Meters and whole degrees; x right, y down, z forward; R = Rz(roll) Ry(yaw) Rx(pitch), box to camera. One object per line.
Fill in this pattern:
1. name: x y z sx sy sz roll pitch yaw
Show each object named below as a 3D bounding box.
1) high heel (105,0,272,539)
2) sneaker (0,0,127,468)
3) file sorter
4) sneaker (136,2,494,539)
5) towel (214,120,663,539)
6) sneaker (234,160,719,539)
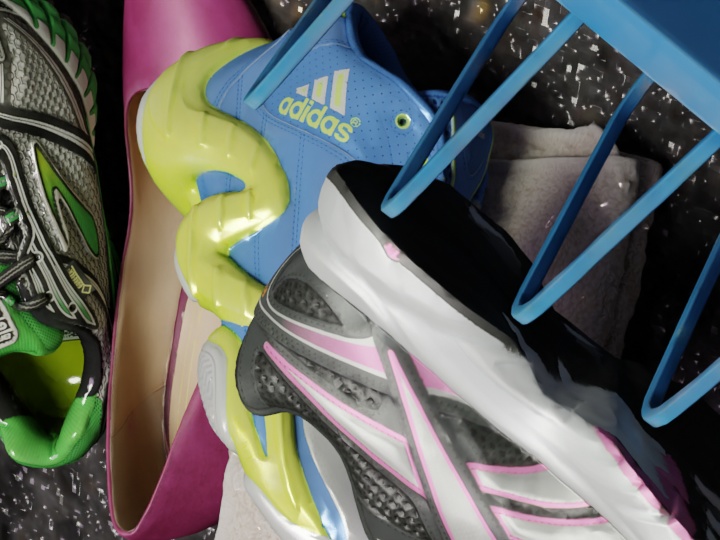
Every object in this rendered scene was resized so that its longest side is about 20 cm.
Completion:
1. high heel: -0.064 -0.011 0.966 0.067 0.096 0.201 -6 103 39
2. sneaker: -0.120 -0.018 0.967 0.078 0.085 0.201 -13 128 13
3. file sorter: 0.091 -0.049 0.769 0.200 0.139 0.123 38 135 -6
4. sneaker: 0.000 0.000 0.871 0.105 0.076 0.201 -33 64 19
5. towel: 0.020 0.047 0.912 0.132 0.034 0.201 7 84 37
6. sneaker: 0.048 0.062 0.804 0.200 0.080 0.086 45 116 10
